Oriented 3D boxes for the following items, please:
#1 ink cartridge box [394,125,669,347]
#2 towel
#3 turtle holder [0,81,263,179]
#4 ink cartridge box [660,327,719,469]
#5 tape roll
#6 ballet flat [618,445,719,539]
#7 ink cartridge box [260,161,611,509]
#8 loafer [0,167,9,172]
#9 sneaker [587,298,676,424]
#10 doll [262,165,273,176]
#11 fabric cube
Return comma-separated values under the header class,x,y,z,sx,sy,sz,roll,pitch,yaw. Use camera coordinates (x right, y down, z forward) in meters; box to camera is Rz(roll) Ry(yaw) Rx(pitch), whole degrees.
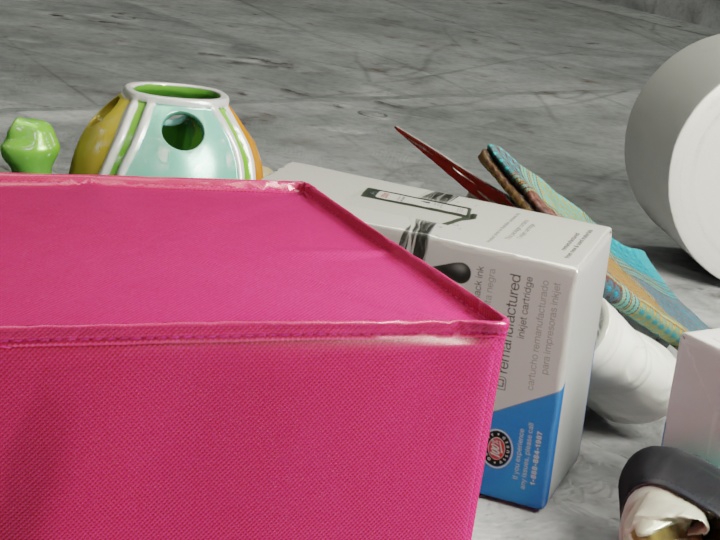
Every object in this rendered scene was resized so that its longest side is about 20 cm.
class,x,y,z,sx,sy,sz,roll,pitch,yaw
ink cartridge box,0.108,-0.015,1.192,0.174,0.044,0.200,36,2,-27
towel,0.168,-0.001,1.103,0.200,0.022,0.147,31,16,-46
turtle holder,-0.163,-0.074,1.273,0.185,0.132,0.141,10,17,9
ink cartridge box,0.255,0.088,0.924,0.200,0.115,0.068,-4,20,-37
tape roll,0.340,-0.095,1.447,0.203,0.203,0.139,5,17,-8
ballet flat,0.167,0.138,0.801,0.073,0.073,0.200,-2,21,-30
ink cartridge box,0.028,0.033,0.956,0.200,0.146,0.084,12,22,18
loafer,-0.260,-0.033,1.191,0.200,0.075,0.070,11,12,12
sneaker,0.112,0.048,1.076,0.116,0.074,0.200,34,-9,-38
doll,-0.038,-0.052,1.404,0.136,0.048,0.200,-5,20,-40
fabric cube,-0.082,0.083,0.640,0.196,0.199,0.200,1,17,-24
